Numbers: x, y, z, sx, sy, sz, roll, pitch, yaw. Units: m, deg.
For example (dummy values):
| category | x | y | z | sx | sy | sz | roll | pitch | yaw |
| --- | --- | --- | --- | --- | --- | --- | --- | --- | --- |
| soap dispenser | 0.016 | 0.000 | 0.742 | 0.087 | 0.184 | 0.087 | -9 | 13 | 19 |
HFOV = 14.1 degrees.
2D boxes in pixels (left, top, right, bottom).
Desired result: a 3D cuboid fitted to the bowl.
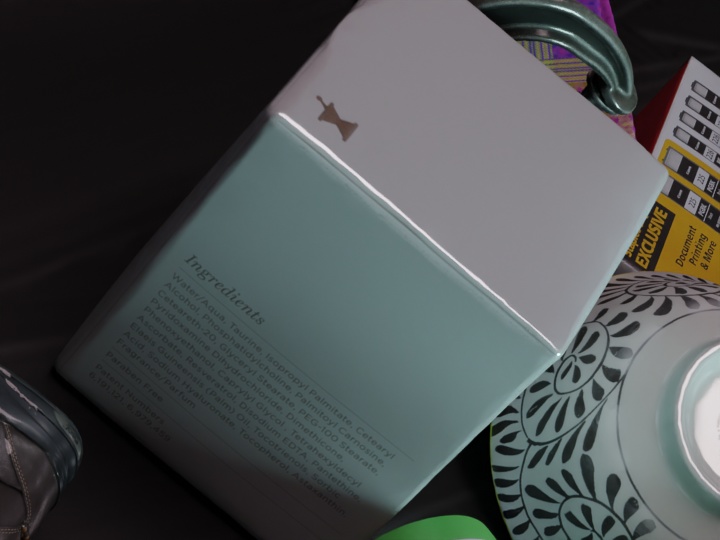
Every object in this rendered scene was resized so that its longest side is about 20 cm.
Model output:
| category | x | y | z | sx | sy | sz | roll | pitch | yaw |
| --- | --- | --- | --- | --- | --- | --- | --- | --- | --- |
| bowl | 0.174 | 0.086 | 1.427 | 0.201 | 0.094 | 0.201 | 6 | 74 | -20 |

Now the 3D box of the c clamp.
| category | x | y | z | sx | sy | sz | roll | pitch | yaw |
| --- | --- | --- | --- | --- | --- | --- | --- | --- | --- |
| c clamp | 0.055 | -0.078 | 1.432 | 0.171 | 0.200 | 0.027 | 28 | 51 | -37 |

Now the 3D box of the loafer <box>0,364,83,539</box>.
| category | x | y | z | sx | sy | sz | roll | pitch | yaw |
| --- | --- | --- | --- | --- | --- | --- | --- | --- | --- |
| loafer | -0.210 | 0.050 | 1.213 | 0.200 | 0.073 | 0.072 | 33 | 44 | -11 |

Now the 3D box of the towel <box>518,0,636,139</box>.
| category | x | y | z | sx | sy | sz | roll | pitch | yaw |
| --- | --- | --- | --- | --- | --- | --- | --- | --- | --- |
| towel | 0.071 | -0.109 | 1.590 | 0.144 | 0.023 | 0.200 | -6 | 49 | 1 |

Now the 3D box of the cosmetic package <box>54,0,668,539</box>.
| category | x | y | z | sx | sy | sz | roll | pitch | yaw |
| --- | --- | --- | --- | --- | --- | --- | --- | --- | --- |
| cosmetic package | 0.000 | 0.000 | 1.336 | 0.166 | 0.200 | 0.167 | 40 | 39 | -3 |

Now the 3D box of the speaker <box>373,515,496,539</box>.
| category | x | y | z | sx | sy | sz | roll | pitch | yaw |
| --- | --- | --- | --- | --- | --- | --- | --- | --- | --- |
| speaker | 0.056 | 0.211 | 1.280 | 0.088 | 0.088 | 0.200 | 5 | 52 | -38 |

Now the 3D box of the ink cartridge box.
| category | x | y | z | sx | sy | sz | roll | pitch | yaw |
| --- | --- | --- | --- | --- | --- | --- | --- | --- | --- |
| ink cartridge box | 0.170 | -0.018 | 1.594 | 0.176 | 0.084 | 0.200 | 36 | 39 | -8 |
